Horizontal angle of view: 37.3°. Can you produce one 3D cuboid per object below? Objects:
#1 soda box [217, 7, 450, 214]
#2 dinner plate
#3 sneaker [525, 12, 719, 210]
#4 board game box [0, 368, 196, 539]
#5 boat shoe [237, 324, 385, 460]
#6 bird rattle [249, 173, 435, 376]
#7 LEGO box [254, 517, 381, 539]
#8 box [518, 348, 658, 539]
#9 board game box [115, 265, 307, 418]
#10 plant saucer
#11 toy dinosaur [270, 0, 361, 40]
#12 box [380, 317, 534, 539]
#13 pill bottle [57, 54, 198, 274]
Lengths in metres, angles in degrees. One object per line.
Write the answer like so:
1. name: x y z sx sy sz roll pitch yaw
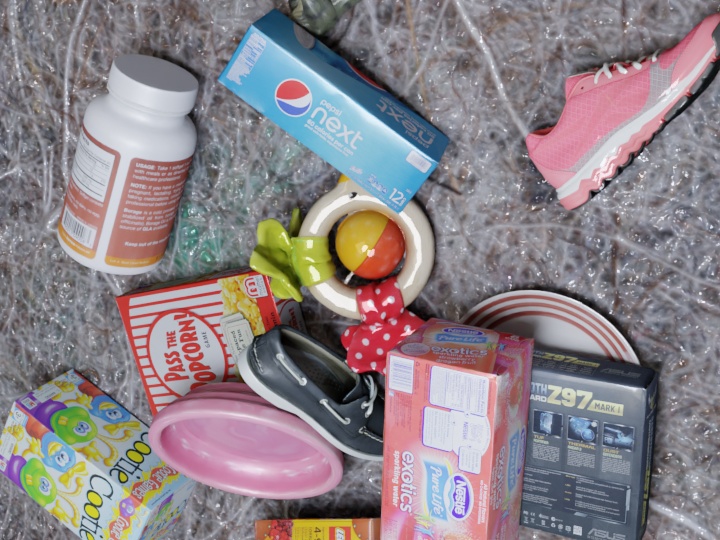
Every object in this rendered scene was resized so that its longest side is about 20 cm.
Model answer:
1. soda box: -0.021 -0.142 0.946 0.200 0.068 0.064 37 119 -4
2. dinner plate: 0.168 0.111 0.986 0.199 0.024 0.201 8 110 23
3. sneaker: 0.208 -0.139 0.853 0.087 0.074 0.200 46 121 7
4. board game box: -0.299 0.223 1.212 0.200 0.105 0.103 35 118 12
5. boat shoe: -0.021 0.118 1.015 0.199 0.076 0.060 29 129 -28
6. bird rattle: 0.000 0.000 0.992 0.200 0.113 0.163 35 101 6
7. LEGO box: -0.029 0.355 1.088 0.148 0.077 0.201 -9 76 31
8. box: 0.160 0.152 0.961 0.199 0.051 0.159 7 110 26
9. board game box: -0.148 0.079 1.121 0.199 0.046 0.152 -11 102 29
10. plant saucer: -0.112 0.171 1.084 0.199 0.051 0.201 7 147 5
11. toy dinosaur: -0.045 -0.248 0.962 0.199 0.047 0.088 -29 102 30
12. box: 0.083 0.155 0.917 0.102 0.095 0.201 10 111 26
13. pill bottle: -0.227 -0.105 1.061 0.112 0.112 0.201 30 117 15
